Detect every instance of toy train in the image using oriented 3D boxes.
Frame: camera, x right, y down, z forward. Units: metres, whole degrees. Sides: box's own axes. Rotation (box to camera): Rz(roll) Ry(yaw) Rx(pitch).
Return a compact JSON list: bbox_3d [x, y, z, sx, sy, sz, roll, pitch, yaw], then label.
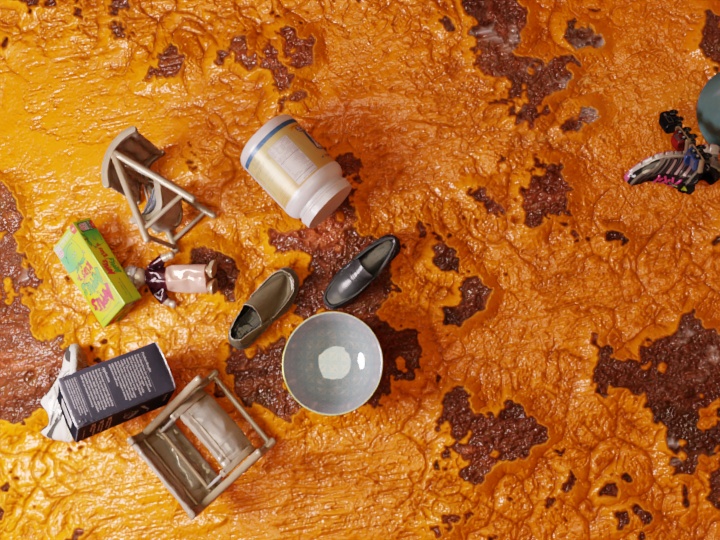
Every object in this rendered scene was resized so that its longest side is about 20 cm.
[{"bbox_3d":[0.635,-0.257,1.593,0.045,0.034,0.201,-9,41,0],"label":"toy train"}]

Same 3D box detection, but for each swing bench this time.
[{"bbox_3d":[-0.413,-0.158,1.620,0.130,0.199,0.200,-41,83,-1],"label":"swing bench"},{"bbox_3d":[-0.312,0.340,1.599,0.200,0.130,0.199,-42,84,4],"label":"swing bench"}]

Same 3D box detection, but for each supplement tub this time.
[{"bbox_3d":[-0.128,-0.199,1.635,0.145,0.145,0.200,-44,84,-1],"label":"supplement tub"}]

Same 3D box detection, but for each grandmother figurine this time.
[{"bbox_3d":[-0.398,0.018,1.676,0.198,0.061,0.123,3,97,6],"label":"grandmother figurine"}]

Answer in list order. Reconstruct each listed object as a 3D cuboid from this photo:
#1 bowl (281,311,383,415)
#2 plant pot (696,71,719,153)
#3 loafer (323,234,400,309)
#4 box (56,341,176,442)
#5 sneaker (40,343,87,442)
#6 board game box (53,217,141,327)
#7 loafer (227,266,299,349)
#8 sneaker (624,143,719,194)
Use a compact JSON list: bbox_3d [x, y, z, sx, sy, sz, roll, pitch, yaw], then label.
[{"bbox_3d":[-0.052,0.184,1.612,0.198,0.108,0.202,0,85,3],"label":"bowl"},{"bbox_3d":[0.788,-0.333,1.585,0.199,0.161,0.203,0,84,3],"label":"plant pot"},{"bbox_3d":[0.000,0.000,1.645,0.200,0.070,0.068,-43,83,-1],"label":"loafer"},{"bbox_3d":[-0.476,0.237,1.576,0.199,0.148,0.105,-21,78,-28],"label":"box"},{"bbox_3d":[-0.612,0.249,1.656,0.087,0.076,0.202,2,84,3],"label":"sneaker"},{"bbox_3d":[-0.542,0.005,1.664,0.101,0.048,0.201,-39,82,36],"label":"board game box"},{"bbox_3d":[-0.198,0.079,1.650,0.075,0.070,0.201,37,88,6],"label":"loafer"},{"bbox_3d":[0.633,-0.192,1.624,0.198,0.074,0.088,-13,78,-3],"label":"sneaker"}]
